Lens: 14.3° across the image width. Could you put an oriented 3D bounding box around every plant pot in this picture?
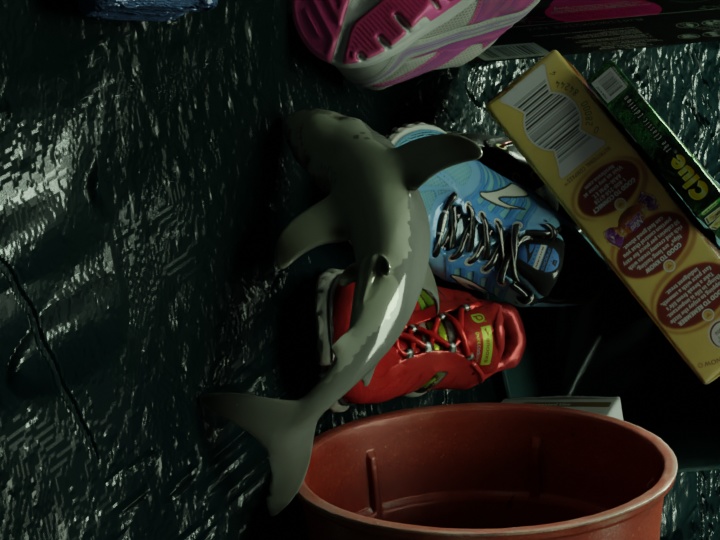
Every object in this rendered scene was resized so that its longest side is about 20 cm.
[{"bbox_3d":[0.065,0.192,1.495,0.201,0.200,0.196,-34,125,-63],"label":"plant pot"},{"bbox_3d":[0.179,0.022,1.833,0.200,0.141,0.142,-57,138,-61],"label":"plant pot"}]

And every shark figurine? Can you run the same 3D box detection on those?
[{"bbox_3d":[0.009,0.014,1.446,0.090,0.128,0.215,52,41,-49],"label":"shark figurine"}]

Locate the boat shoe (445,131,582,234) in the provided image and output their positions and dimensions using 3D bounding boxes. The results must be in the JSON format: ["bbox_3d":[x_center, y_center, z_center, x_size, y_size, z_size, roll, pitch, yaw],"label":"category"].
[{"bbox_3d":[0.087,-0.048,1.721,0.201,0.063,0.074,-9,98,-62],"label":"boat shoe"}]

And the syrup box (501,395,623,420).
[{"bbox_3d":[0.096,0.151,1.686,0.200,0.081,0.079,-49,133,-59],"label":"syrup box"}]

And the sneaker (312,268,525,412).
[{"bbox_3d":[0.034,0.033,1.559,0.200,0.085,0.077,-6,91,-66],"label":"sneaker"}]

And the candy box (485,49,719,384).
[{"bbox_3d":[0.157,-0.029,1.644,0.200,0.056,0.117,51,7,6],"label":"candy box"}]

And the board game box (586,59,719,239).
[{"bbox_3d":[0.191,-0.051,1.656,0.105,0.023,0.200,55,8,22],"label":"board game box"}]

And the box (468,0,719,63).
[{"bbox_3d":[0.130,-0.195,1.671,0.132,0.199,0.115,19,70,-65],"label":"box"}]

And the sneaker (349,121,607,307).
[{"bbox_3d":[0.072,-0.024,1.587,0.200,0.090,0.079,15,100,-51],"label":"sneaker"}]

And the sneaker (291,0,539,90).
[{"bbox_3d":[0.058,-0.164,1.562,0.088,0.200,0.082,68,-4,-72],"label":"sneaker"}]

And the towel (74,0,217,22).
[{"bbox_3d":[-0.110,-0.215,1.314,0.112,0.048,0.201,-7,93,-67],"label":"towel"}]
